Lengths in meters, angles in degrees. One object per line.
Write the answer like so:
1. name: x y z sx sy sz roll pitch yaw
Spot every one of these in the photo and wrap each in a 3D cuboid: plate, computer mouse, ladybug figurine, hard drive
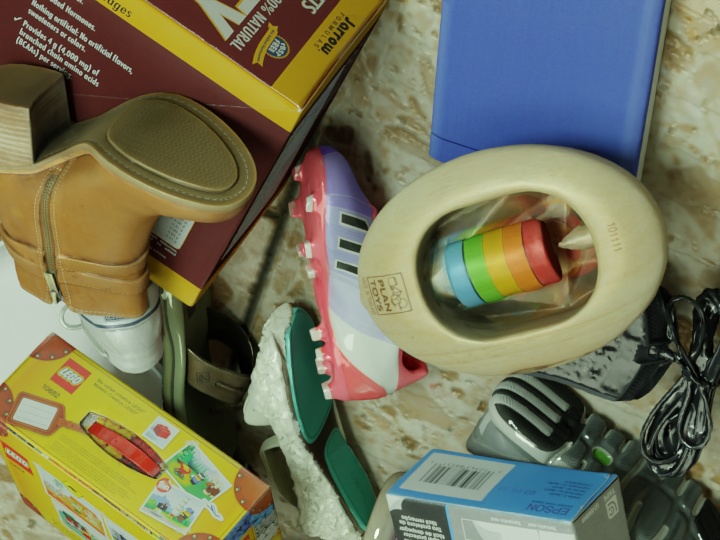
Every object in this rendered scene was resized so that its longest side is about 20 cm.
1. plate: -0.230 0.061 1.719 0.200 0.032 0.200 -20 114 41
2. computer mouse: 0.139 0.035 1.456 0.199 0.053 0.139 22 121 10
3. ladybug figurine: 0.091 -0.010 1.381 0.199 0.072 0.136 -12 102 25
4. hard drive: 0.109 -0.130 1.355 0.132 0.025 0.200 19 134 16

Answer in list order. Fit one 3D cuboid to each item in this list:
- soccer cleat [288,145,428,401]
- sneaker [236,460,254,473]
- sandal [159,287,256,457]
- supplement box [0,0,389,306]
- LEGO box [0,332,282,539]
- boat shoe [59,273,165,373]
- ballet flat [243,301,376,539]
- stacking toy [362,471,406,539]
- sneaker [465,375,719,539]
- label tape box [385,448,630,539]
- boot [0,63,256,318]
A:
1. soccer cleat: 0.000 0.000 1.514 0.076 0.067 0.201 -11 125 -7
2. sneaker: -0.131 0.210 1.768 0.086 0.075 0.201 22 127 22
3. sandal: -0.103 0.059 1.613 0.057 0.080 0.202 4 129 10
4. supplement box: -0.121 -0.127 1.419 0.197 0.133 0.200 34 137 1
5. LEGO box: -0.154 0.155 1.616 0.200 0.077 0.149 33 156 22
6. boat shoe: -0.165 0.011 1.539 0.202 0.074 0.086 -130 24 -58
7. ballet flat: -0.046 0.113 1.620 0.072 0.072 0.201 1 125 30
8. stacking toy: 0.102 0.211 1.620 0.199 0.085 0.086 19 134 9
9. sneaker: 0.152 0.160 1.554 0.200 0.075 0.116 43 142 6
10. label tape box: 0.110 0.224 1.523 0.144 0.063 0.201 5 120 36
11. boot: -0.137 -0.030 1.367 0.200 0.074 0.155 23 136 30
